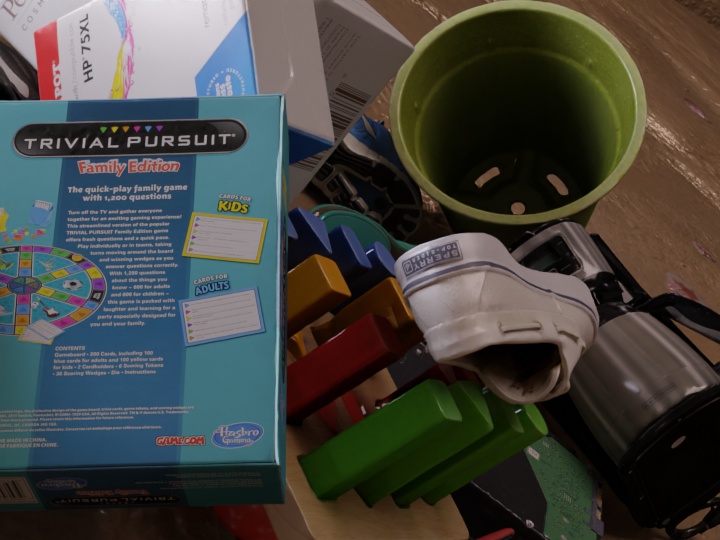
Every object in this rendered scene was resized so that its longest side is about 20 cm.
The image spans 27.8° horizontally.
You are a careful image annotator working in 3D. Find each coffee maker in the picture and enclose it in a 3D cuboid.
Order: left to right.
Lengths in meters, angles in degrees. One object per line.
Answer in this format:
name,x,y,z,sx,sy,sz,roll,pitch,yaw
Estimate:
coffee maker,0.185,0.086,1.087,0.134,0.192,0.200,-20,49,-20

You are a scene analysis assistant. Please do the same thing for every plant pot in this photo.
plant pot,0.132,-0.089,1.212,0.200,0.200,0.190,50,-10,23

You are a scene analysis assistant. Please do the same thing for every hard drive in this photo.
hard drive,0.073,0.120,0.961,0.200,0.038,0.140,37,23,-4

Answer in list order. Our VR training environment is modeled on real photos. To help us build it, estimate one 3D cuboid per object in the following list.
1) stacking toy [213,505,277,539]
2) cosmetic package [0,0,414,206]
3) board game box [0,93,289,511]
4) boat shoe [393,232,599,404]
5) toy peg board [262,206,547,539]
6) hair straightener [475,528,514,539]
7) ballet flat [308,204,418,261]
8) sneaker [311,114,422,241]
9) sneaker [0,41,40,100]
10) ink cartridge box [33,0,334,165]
stacking toy,-0.084,0.060,0.796,0.085,0.085,0.200,6,46,-52
cosmetic package,-0.108,-0.164,0.995,0.200,0.167,0.166,43,13,20
board game box,-0.110,0.011,0.683,0.151,0.047,0.200,-1,58,0
boat shoe,0.080,0.037,0.751,0.200,0.071,0.070,29,44,-63
toy peg board,0.004,0.043,0.785,0.200,0.098,0.199,20,40,-63
hair straightener,0.048,0.192,0.788,0.077,0.041,0.200,50,25,24
ballet flat,0.000,0.000,1.034,0.070,0.067,0.200,10,-8,39
sneaker,-0.025,-0.104,1.190,0.200,0.079,0.089,48,16,0
sneaker,-0.212,-0.088,0.836,0.077,0.084,0.200,0,34,-14
ink cartridge box,-0.118,-0.098,0.828,0.067,0.200,0.116,13,62,-53
